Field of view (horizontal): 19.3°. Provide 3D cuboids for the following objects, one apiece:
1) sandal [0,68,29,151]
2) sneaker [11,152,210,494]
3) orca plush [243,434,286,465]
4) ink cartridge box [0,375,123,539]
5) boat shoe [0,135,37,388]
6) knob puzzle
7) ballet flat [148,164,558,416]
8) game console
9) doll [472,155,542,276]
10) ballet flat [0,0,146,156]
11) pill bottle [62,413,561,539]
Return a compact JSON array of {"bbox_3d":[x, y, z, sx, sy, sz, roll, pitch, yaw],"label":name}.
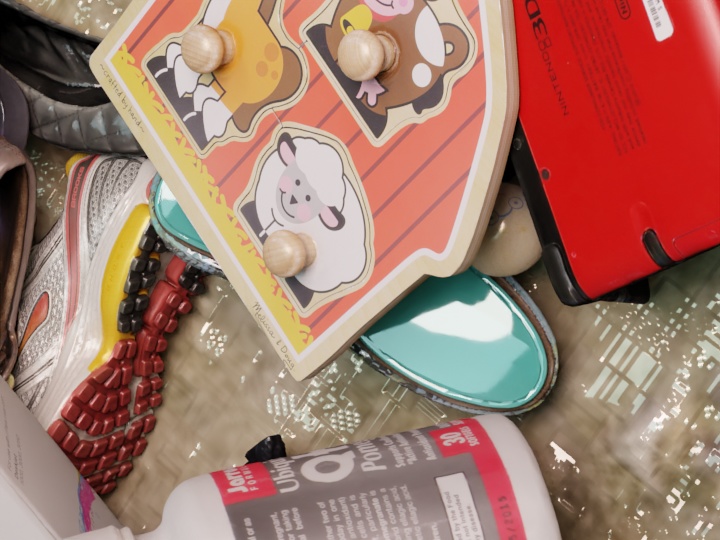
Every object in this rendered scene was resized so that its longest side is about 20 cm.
[{"bbox_3d":[-0.242,-0.104,1.032,0.199,0.043,0.077,26,108,32],"label":"sandal"},{"bbox_3d":[-0.137,0.035,1.024,0.082,0.078,0.201,28,96,31],"label":"sneaker"},{"bbox_3d":[-0.011,0.171,0.960,0.105,0.071,0.201,-24,81,24],"label":"orca plush"},{"bbox_3d":[-0.185,0.143,0.956,0.144,0.200,0.085,-26,40,7],"label":"ink cartridge box"},{"bbox_3d":[-0.190,0.032,0.975,0.059,0.072,0.201,19,105,33],"label":"boat shoe"},{"bbox_3d":[-0.017,-0.080,0.849,0.218,0.030,0.221,7,102,36],"label":"knob puzzle"},{"bbox_3d":[0.000,0.000,0.951,0.199,0.074,0.075,31,104,3],"label":"ballet flat"},{"bbox_3d":[0.106,-0.097,0.843,0.172,0.118,0.201,-27,79,47],"label":"game console"},{"bbox_3d":[0.012,-0.071,0.929,0.136,0.049,0.200,-30,64,-19],"label":"doll"},{"bbox_3d":[-0.145,-0.099,1.018,0.199,0.066,0.057,17,131,26],"label":"ballet flat"},{"bbox_3d":[-0.021,0.133,0.893,0.199,0.111,0.112,-11,85,-11],"label":"pill bottle"}]
